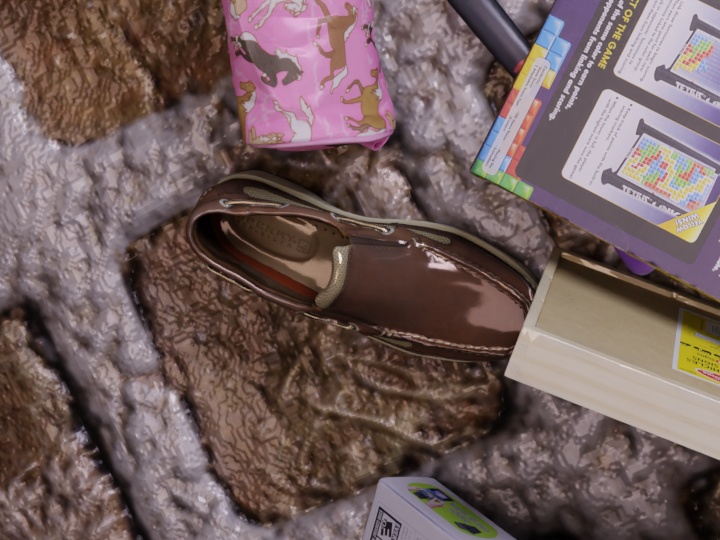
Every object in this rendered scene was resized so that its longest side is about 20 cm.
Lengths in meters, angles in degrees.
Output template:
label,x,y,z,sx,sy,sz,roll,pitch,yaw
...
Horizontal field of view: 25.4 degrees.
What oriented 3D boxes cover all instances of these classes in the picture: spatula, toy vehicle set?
label,x,y,z,sx,sy,sz,roll,pitch,yaw
spatula,0.101,-0.090,0.827,0.056,0.021,0.200,-42,86,25
toy vehicle set,0.174,0.052,0.765,0.199,0.124,0.027,21,112,7

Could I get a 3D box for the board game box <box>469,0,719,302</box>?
label,x,y,z,sx,sy,sz,roll,pitch,yaw
board game box,0.171,-0.099,0.769,0.165,0.057,0.201,29,100,10

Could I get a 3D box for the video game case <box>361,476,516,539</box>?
label,x,y,z,sx,sy,sz,roll,pitch,yaw
video game case,0.051,0.238,0.846,0.181,0.045,0.201,32,112,50

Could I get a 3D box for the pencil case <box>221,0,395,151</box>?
label,x,y,z,sx,sy,sz,roll,pitch,yaw
pencil case,-0.030,-0.159,0.824,0.086,0.083,0.201,-3,100,11

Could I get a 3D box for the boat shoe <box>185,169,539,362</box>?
label,x,y,z,sx,sy,sz,roll,pitch,yaw
boat shoe,-0.002,0.006,0.853,0.201,0.075,0.075,17,106,15
